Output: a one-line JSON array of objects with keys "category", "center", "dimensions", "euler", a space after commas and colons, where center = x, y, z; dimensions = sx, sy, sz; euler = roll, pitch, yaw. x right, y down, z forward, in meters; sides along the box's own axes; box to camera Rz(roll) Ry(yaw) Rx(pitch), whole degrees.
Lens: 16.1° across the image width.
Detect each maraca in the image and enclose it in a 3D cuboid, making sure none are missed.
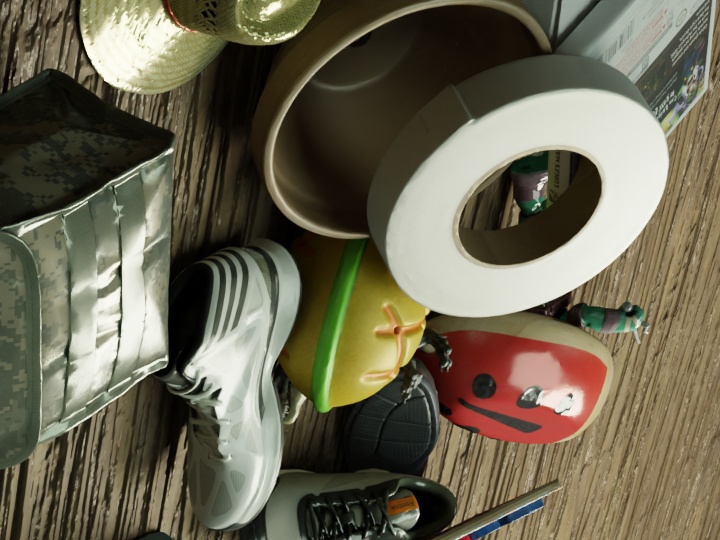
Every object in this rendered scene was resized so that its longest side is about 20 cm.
[{"category": "maraca", "center": [0.000, 0.000, 1.739], "dimensions": [0.137, 0.107, 0.201], "euler": [92, 15, -74]}]

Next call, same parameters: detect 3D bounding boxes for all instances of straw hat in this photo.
[{"category": "straw hat", "center": [-0.067, -0.173, 1.469], "dimensions": [0.201, 0.085, 0.202], "euler": [-44, 147, -38]}]

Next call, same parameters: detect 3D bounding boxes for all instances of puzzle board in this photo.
[{"category": "puzzle board", "center": [0.044, 0.217, 1.945], "dimensions": [0.199, 0.017, 0.151], "euler": [-23, 174, -27]}]

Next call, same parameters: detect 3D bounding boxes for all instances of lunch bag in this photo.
[{"category": "lunch bag", "center": [-0.198, 0.012, 1.348], "dimensions": [0.200, 0.117, 0.165], "euler": [-33, 141, -40]}]

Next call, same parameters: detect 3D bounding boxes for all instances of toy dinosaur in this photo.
[{"category": "toy dinosaur", "center": [0.017, 0.051, 1.835], "dimensions": [0.200, 0.088, 0.048], "euler": [-44, 158, -37]}]

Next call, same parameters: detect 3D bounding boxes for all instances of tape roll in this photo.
[{"category": "tape roll", "center": [0.102, -0.052, 1.647], "dimensions": [0.202, 0.037, 0.203], "euler": [-15, 140, -13]}]

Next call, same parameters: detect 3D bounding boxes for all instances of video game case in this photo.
[{"category": "video game case", "center": [0.186, -0.135, 1.734], "dimensions": [0.200, 0.023, 0.182], "euler": [-48, 152, -33]}]

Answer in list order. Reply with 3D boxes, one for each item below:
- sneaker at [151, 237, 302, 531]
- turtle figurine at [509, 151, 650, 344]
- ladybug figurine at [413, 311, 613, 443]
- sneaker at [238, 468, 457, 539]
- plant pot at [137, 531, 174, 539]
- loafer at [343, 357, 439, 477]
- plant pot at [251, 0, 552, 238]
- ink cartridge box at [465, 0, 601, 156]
[{"category": "sneaker", "center": [-0.107, 0.080, 1.657], "dimensions": [0.115, 0.075, 0.201], "euler": [-10, 114, -50]}, {"category": "turtle figurine", "center": [0.159, 0.013, 2.048], "dimensions": [0.100, 0.150, 0.201], "euler": [-28, 131, -27]}, {"category": "ladybug figurine", "center": [0.116, 0.086, 1.992], "dimensions": [0.199, 0.136, 0.072], "euler": [18, 56, -39]}, {"category": "sneaker", "center": [-0.011, 0.176, 1.861], "dimensions": [0.200, 0.079, 0.074], "euler": [-5, 85, -47]}, {"category": "plant pot", "center": [-0.127, 0.317, 1.660], "dimensions": [0.196, 0.199, 0.197], "euler": [-15, 126, -60]}, {"category": "loafer", "center": [0.024, 0.131, 1.967], "dimensions": [0.063, 0.072, 0.201], "euler": [-78, 176, -46]}, {"category": "plant pot", "center": [0.015, -0.123, 1.624], "dimensions": [0.200, 0.093, 0.201], "euler": [-17, 140, -15]}, {"category": "ink cartridge box", "center": [0.120, -0.203, 1.738], "dimensions": [0.200, 0.146, 0.147], "euler": [-40, 147, -43]}]
